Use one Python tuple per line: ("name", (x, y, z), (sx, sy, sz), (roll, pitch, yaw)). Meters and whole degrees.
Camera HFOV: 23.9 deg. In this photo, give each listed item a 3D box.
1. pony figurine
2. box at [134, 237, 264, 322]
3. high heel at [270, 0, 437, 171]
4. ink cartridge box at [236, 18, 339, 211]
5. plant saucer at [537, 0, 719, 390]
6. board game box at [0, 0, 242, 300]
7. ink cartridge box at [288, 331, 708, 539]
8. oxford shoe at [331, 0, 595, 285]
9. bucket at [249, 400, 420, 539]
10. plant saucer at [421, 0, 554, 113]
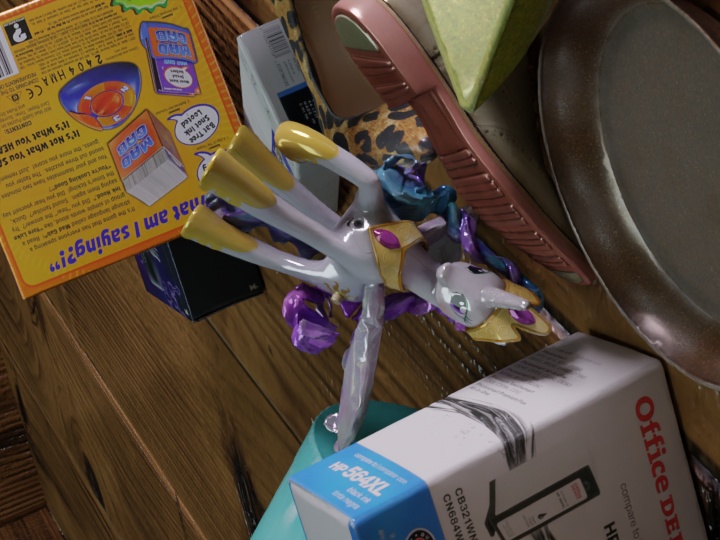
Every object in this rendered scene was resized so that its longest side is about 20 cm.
("pony figurine", (0.000, 0.000, 0.961), (0.199, 0.167, 0.193), (30, 162, -3))
("box", (-0.171, -0.070, 1.534), (0.141, 0.078, 0.202), (21, 131, 61))
("high heel", (-0.009, -0.140, 1.016), (0.143, 0.071, 0.200), (69, 171, -24))
("ink cartridge box", (-0.050, -0.094, 1.207), (0.200, 0.039, 0.100), (104, 141, -75))
("plant saucer", (0.148, -0.042, 0.777), (0.201, 0.032, 0.201), (53, 156, 36))
("board game box", (-0.205, -0.113, 1.329), (0.200, 0.199, 0.201), (-159, 47, -81))
("ink cartridge box", (0.080, 0.142, 0.912), (0.084, 0.199, 0.147), (17, 129, 62))
("oxford shoe", (0.073, -0.080, 0.886), (0.200, 0.074, 0.071), (51, 166, -16))
("bucket", (0.028, 0.185, 1.075), (0.207, 0.206, 0.136), (45, 119, 46))
("plant saucer", (0.057, -0.207, 0.768), (0.200, 0.047, 0.201), (109, 146, -62))
